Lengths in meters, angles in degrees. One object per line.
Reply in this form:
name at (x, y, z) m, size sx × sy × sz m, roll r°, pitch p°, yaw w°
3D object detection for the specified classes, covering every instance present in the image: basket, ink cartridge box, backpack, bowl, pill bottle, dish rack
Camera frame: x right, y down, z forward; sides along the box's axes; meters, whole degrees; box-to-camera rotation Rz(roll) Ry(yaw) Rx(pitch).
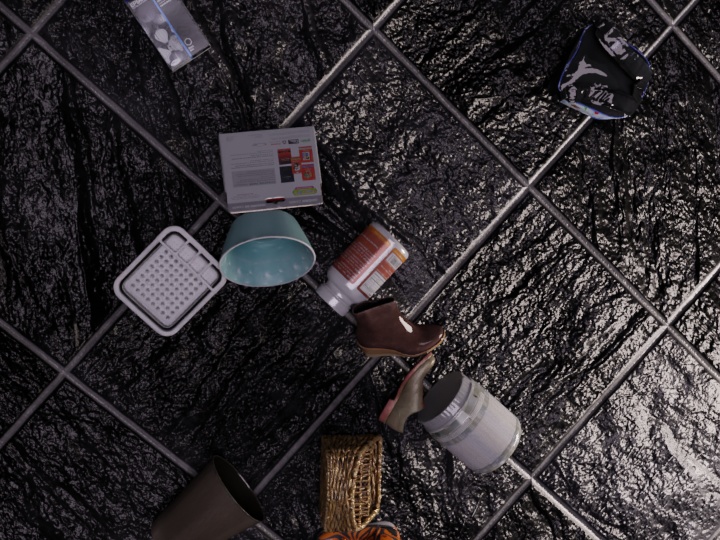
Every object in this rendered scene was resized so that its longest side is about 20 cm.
basket at (-0.344, 0.538, 1.599) m, size 0.200 × 0.136 × 0.180 m, roll -38°, pitch 98°, yaw 1°
ink cartridge box at (-0.186, -0.198, 1.521) m, size 0.200 × 0.084 × 0.176 m, roll -6°, pitch 77°, yaw -8°
backpack at (0.526, -0.421, 1.600) m, size 0.190 × 0.154 × 0.200 m, roll 27°, pitch 100°, yaw -5°
basket at (-0.013, 0.479, 1.634) m, size 0.149 × 0.143 × 0.200 m, roll 2°, pitch 97°, yaw -9°
bowl at (-0.198, -0.058, 1.527) m, size 0.200 × 0.201 × 0.105 m, roll -4°, pitch 61°, yaw -8°
ink cartridge box at (-0.405, -0.521, 1.496) m, size 0.099 × 0.039 × 0.200 m, roll -35°, pitch 101°, yaw -2°
pill bottle at (0.000, 0.000, 1.590) m, size 0.112 × 0.112 × 0.200 m, roll 44°, pitch 89°, yaw -12°
dish rack at (-0.405, 0.021, 1.563) m, size 0.200 × 0.044 × 0.172 m, roll -45°, pitch 102°, yaw -1°

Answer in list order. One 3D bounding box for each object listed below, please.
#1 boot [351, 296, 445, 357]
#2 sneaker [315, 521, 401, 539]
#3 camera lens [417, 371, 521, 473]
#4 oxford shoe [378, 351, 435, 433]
boot at (0.086, 0.121, 1.603) m, size 0.200 × 0.072 × 0.167 m, roll -12°, pitch 137°, yaw -1°
sneaker at (-0.002, 0.628, 1.671) m, size 0.200 × 0.112 × 0.078 m, roll -6°, pitch 98°, yaw -8°
camera lens at (0.249, 0.346, 1.650) m, size 0.200 × 0.160 × 0.160 m, roll 41°, pitch 90°, yaw -12°
oxford shoe at (0.122, 0.277, 1.654) m, size 0.075 × 0.070 × 0.200 m, roll 34°, pitch 105°, yaw 13°
